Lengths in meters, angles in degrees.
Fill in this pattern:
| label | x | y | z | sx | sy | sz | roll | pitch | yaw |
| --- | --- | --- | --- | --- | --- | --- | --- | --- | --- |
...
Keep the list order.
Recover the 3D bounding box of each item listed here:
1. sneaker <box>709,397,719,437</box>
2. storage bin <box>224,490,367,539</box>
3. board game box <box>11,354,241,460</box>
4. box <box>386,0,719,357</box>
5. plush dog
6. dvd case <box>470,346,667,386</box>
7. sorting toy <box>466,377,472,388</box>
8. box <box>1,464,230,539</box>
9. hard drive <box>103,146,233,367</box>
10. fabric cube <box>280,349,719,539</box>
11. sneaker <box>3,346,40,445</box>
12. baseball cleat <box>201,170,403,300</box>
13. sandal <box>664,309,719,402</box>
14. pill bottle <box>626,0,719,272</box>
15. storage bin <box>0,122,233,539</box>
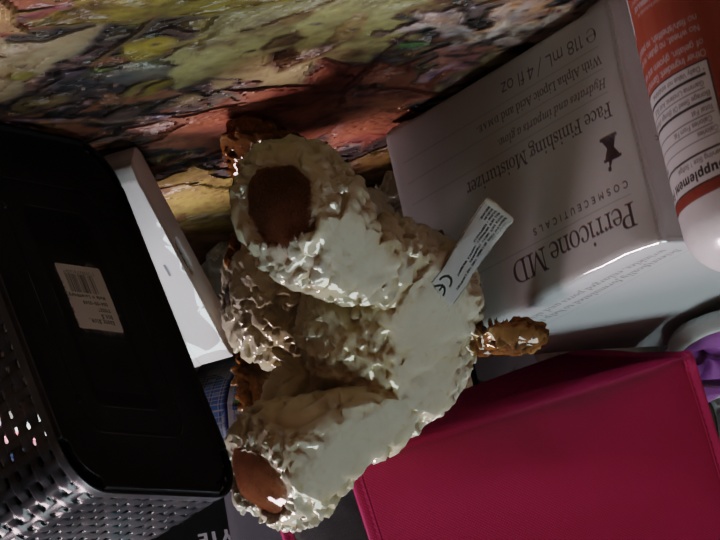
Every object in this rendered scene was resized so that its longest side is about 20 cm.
| label | x | y | z | sx | sy | sz | roll | pitch | yaw |
| --- | --- | --- | --- | --- | --- | --- | --- | --- | --- |
| sneaker | 0.186 | 0.041 | 1.797 | 0.078 | 0.200 | 0.099 | 0 | 173 | 2 |
| storage bin | 0.002 | 0.137 | 1.781 | 0.145 | 0.135 | 0.200 | -6 | -166 | 28 |
| board game box | -0.091 | 0.065 | 1.742 | 0.199 | 0.062 | 0.200 | -12 | -169 | 12 |
| box | 0.156 | -0.047 | 1.540 | 0.200 | 0.131 | 0.199 | -3 | 163 | -36 |
| plush dog | -0.013 | 0.012 | 1.493 | 0.160 | 0.200 | 0.172 | -7 | -159 | -28 |
| dvd case | 0.153 | 0.005 | 1.731 | 0.200 | 0.143 | 0.018 | -13 | -177 | 2 |
| sorting toy | 0.049 | 0.029 | 1.851 | 0.200 | 0.107 | 0.180 | -14 | 158 | 36 |
| box | -0.139 | 0.117 | 1.885 | 0.200 | 0.160 | 0.049 | -8 | 165 | -13 |
| hard drive | -0.183 | 0.018 | 1.562 | 0.200 | 0.026 | 0.132 | -16 | 124 | 15 |
| fabric cube | 0.085 | 0.163 | 1.613 | 0.199 | 0.197 | 0.200 | -19 | -177 | -15 |
| sneaker | -0.242 | 0.060 | 1.534 | 0.200 | 0.075 | 0.105 | 23 | 124 | -7 |
| baseball cleat | 0.000 | 0.000 | 1.694 | 0.200 | 0.070 | 0.106 | -20 | 148 | 31 |
| sandal | 0.205 | 0.056 | 1.616 | 0.082 | 0.050 | 0.203 | -13 | 168 | -9 |
| pill bottle | 0.189 | -0.068 | 1.328 | 0.112 | 0.200 | 0.112 | -12 | 167 | -3 |
| storage bin | -0.160 | 0.038 | 1.420 | 0.094 | 0.200 | 0.135 | -32 | 159 | 26 |
